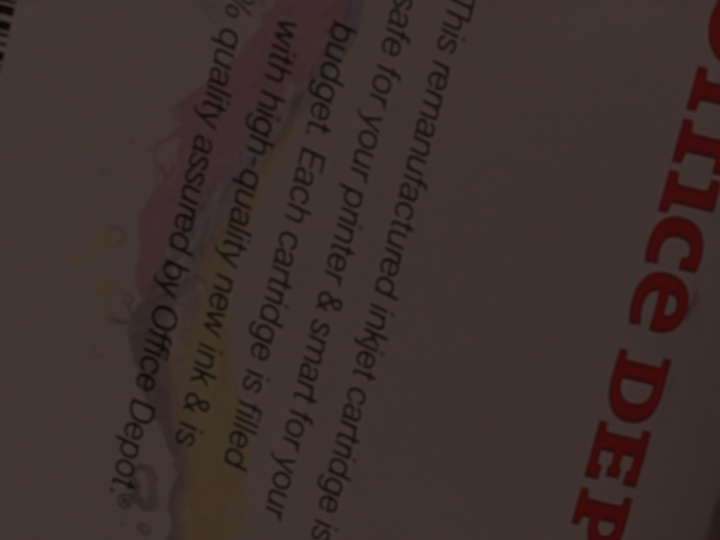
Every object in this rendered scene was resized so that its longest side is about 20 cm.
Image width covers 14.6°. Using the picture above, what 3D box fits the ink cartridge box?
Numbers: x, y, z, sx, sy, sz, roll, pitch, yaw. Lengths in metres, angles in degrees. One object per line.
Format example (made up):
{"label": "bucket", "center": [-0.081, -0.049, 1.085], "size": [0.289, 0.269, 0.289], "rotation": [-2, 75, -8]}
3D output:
{"label": "ink cartridge box", "center": [-0.031, -0.023, 0.490], "size": [0.146, 0.200, 0.147], "rotation": [-89, 13, -77]}
